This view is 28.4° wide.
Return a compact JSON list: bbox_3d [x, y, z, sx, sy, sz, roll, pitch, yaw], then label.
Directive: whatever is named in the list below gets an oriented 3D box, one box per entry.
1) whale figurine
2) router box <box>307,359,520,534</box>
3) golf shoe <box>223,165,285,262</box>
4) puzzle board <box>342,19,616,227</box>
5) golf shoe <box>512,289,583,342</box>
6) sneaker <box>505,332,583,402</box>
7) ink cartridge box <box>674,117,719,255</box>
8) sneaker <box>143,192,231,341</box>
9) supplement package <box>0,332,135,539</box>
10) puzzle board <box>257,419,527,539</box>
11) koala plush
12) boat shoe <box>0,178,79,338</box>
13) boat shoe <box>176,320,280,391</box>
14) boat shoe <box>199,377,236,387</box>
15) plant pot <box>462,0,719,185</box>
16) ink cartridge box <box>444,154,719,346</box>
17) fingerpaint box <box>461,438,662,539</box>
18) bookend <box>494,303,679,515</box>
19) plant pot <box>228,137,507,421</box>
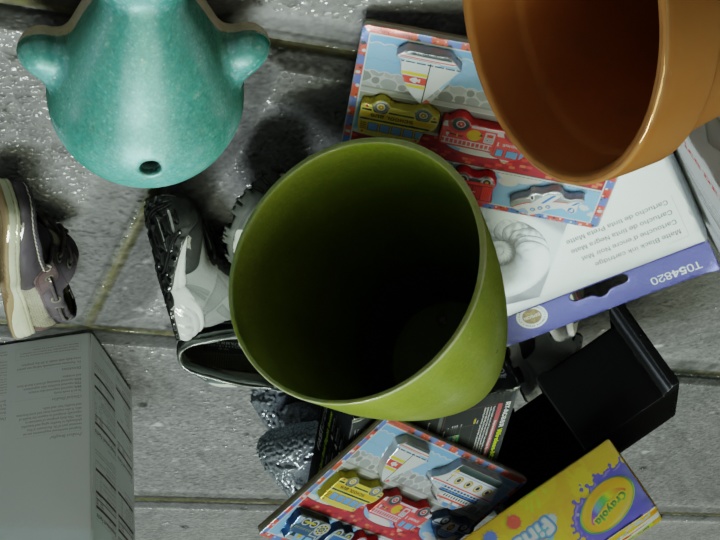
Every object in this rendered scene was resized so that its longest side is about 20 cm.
[{"bbox_3d":[-0.133,-0.126,0.883,0.157,0.105,0.200,-1,152,-10],"label":"whale figurine"},{"bbox_3d":[0.038,0.155,1.206,0.148,0.062,0.201,-8,135,-20],"label":"router box"},{"bbox_3d":[-0.048,-0.005,1.105,0.088,0.077,0.201,30,156,22],"label":"golf shoe"},{"bbox_3d":[0.089,-0.096,0.997,0.198,0.018,0.151,10,141,-2],"label":"puzzle board"},{"bbox_3d":[0.130,-0.009,1.187,0.077,0.089,0.199,-24,146,33],"label":"golf shoe"},{"bbox_3d":[0.166,0.059,1.359,0.079,0.074,0.200,-26,154,5],"label":"sneaker"},{"bbox_3d":[0.297,-0.059,1.054,0.083,0.146,0.200,-29,149,6],"label":"ink cartridge box"},{"bbox_3d":[-0.128,-0.010,1.152,0.079,0.075,0.200,-16,158,-7],"label":"sneaker"},{"bbox_3d":[-0.301,0.188,1.330,0.150,0.202,0.151,-8,152,3],"label":"supplement package"},{"bbox_3d":[0.032,0.197,1.185,0.151,0.017,0.199,-43,137,18],"label":"puzzle board"},{"bbox_3d":[0.024,0.144,1.359,0.199,0.178,0.184,-36,113,7],"label":"koala plush"},{"bbox_3d":[-0.253,-0.012,1.115,0.064,0.072,0.201,-13,151,-16],"label":"boat shoe"},{"bbox_3d":[-0.065,0.080,1.243,0.198,0.071,0.073,1,113,3],"label":"boat shoe"},{"bbox_3d":[-0.065,0.066,1.297,0.198,0.074,0.062,-9,157,14],"label":"boat shoe"},{"bbox_3d":[0.167,-0.161,0.818,0.139,0.201,0.200,-14,156,-23],"label":"plant pot"},{"bbox_3d":[0.159,-0.029,1.105,0.198,0.041,0.201,-22,123,18],"label":"ink cartridge box"},{"bbox_3d":[0.162,0.239,1.253,0.199,0.074,0.167,-36,162,4],"label":"fingerpaint box"},{"bbox_3d":[0.180,0.136,1.287,0.199,0.092,0.199,-35,163,2],"label":"bookend"},{"bbox_3d":[0.033,0.032,1.028,0.186,0.189,0.200,-17,154,18],"label":"plant pot"}]
